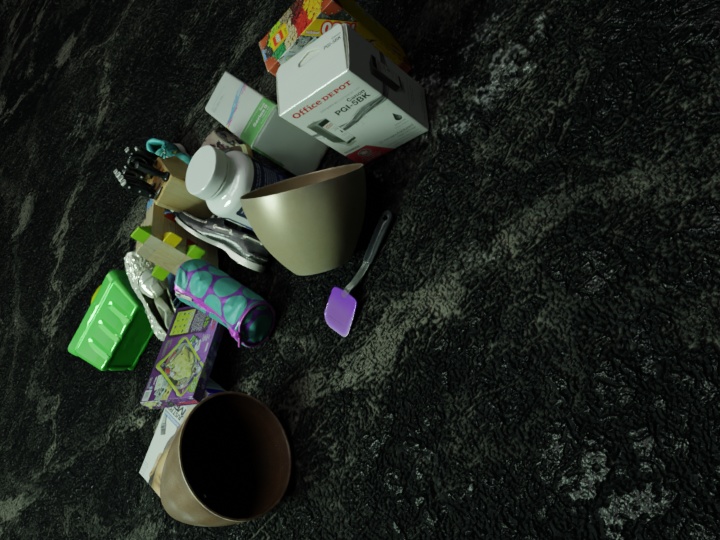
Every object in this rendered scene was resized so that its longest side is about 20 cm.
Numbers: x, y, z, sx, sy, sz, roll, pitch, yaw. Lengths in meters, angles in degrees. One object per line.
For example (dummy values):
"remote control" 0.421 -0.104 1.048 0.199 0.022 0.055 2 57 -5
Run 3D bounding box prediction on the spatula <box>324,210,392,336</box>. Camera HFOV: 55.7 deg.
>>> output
"spatula" 0.000 0.000 1.047 0.056 0.020 0.204 29 93 32

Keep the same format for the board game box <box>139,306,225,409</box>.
"board game box" -0.308 0.147 1.213 0.117 0.032 0.204 -13 45 27

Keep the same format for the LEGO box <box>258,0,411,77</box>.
"LEGO box" -0.038 -0.342 1.083 0.148 0.198 0.079 -39 52 25

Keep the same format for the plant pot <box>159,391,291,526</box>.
"plant pot" -0.234 0.317 1.062 0.199 0.183 0.191 -40 50 42

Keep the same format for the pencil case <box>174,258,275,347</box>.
"pencil case" -0.239 0.055 1.182 0.197 0.092 0.087 27 133 34

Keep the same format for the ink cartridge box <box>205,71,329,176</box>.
"ink cartridge box" -0.167 -0.257 1.210 0.199 0.144 0.089 39 99 44

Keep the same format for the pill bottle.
"pill bottle" -0.192 -0.133 1.150 0.109 0.198 0.114 -16 64 36

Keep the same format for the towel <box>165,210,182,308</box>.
"towel" -0.391 -0.021 1.402 0.112 0.048 0.202 -45 49 22

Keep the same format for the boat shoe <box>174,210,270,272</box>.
"boat shoe" -0.245 -0.067 1.227 0.197 0.074 0.061 29 93 18

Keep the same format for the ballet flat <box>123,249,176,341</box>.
"ballet flat" -0.381 0.052 1.290 0.070 0.204 0.072 -12 30 7

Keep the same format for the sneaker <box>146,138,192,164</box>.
"sneaker" -0.404 -0.230 1.467 0.199 0.079 0.079 36 99 43

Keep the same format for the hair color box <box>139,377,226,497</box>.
"hair color box" -0.308 0.291 1.202 0.108 0.064 0.205 22 92 44

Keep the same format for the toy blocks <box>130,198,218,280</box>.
"toy blocks" -0.343 -0.056 1.290 0.100 0.198 0.138 -41 36 21

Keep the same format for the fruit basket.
"fruit basket" -0.517 0.083 1.427 0.210 0.155 0.223 -3 83 27

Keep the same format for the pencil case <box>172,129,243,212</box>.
"pencil case" -0.305 -0.187 1.361 0.090 0.077 0.201 46 108 29

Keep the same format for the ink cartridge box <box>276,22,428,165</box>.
"ink cartridge box" -0.011 -0.255 1.026 0.145 0.198 0.085 -23 61 35

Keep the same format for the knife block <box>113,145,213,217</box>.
"knife block" -0.341 -0.148 1.240 0.065 0.198 0.176 -53 6 15

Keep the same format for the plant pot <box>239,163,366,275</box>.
"plant pot" -0.074 -0.072 1.051 0.197 0.199 0.138 -2 109 42

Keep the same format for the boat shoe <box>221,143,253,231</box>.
"boat shoe" -0.242 -0.142 1.248 0.074 0.063 0.204 59 142 44
